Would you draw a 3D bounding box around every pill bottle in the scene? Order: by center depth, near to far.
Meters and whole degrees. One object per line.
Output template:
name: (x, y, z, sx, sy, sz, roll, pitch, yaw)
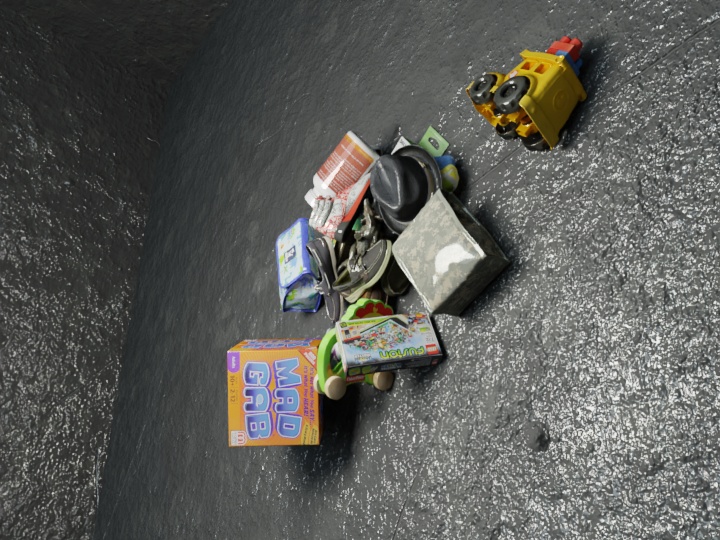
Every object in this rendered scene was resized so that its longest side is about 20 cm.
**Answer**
pill bottle: (-0.046, -0.233, 1.456, 0.201, 0.111, 0.113, -49, 39, 12)

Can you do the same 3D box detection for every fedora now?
fedora: (0.079, -0.177, 1.247, 0.198, 0.090, 0.206, -10, 76, 46)

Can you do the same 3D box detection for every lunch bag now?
lunch bag: (0.165, -0.038, 1.153, 0.165, 0.116, 0.202, -49, 55, 27)
lunch bag: (-0.158, -0.010, 1.549, 0.201, 0.124, 0.173, 113, 153, -54)

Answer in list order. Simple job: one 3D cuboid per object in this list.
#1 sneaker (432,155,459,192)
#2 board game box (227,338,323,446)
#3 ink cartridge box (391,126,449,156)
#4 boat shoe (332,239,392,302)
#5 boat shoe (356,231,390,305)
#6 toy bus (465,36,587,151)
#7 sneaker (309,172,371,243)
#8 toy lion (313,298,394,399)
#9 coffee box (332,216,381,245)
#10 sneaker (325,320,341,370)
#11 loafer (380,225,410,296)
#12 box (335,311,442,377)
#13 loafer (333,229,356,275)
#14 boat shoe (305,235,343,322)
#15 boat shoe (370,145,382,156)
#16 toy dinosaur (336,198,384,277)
sneaker: (0.146, -0.190, 1.323, 0.198, 0.075, 0.107, -25, 39, 43)
board game box: (-0.185, 0.268, 1.337, 0.200, 0.194, 0.206, 176, 93, -90)
ink cartridge box: (0.113, -0.245, 1.389, 0.202, 0.058, 0.104, -56, 36, 20)
boat shoe: (0.000, 0.000, 1.278, 0.201, 0.065, 0.073, -50, 27, 45)
boat shoe: (0.043, 0.009, 1.359, 0.070, 0.069, 0.204, -39, 33, 58)
toy bus: (0.322, -0.349, 1.103, 0.193, 0.135, 0.200, -52, 35, 4)
sneaker: (-0.044, -0.168, 1.379, 0.204, 0.106, 0.068, -61, -14, -24)
toy lion: (-0.003, 0.160, 1.253, 0.068, 0.196, 0.197, 6, 98, 55)
coffee box: (-0.024, -0.059, 1.504, 0.198, 0.043, 0.126, -19, 62, 50)
sneaker: (-0.035, 0.147, 1.396, 0.201, 0.077, 0.141, -53, 39, 23)
loafer: (0.107, -0.035, 1.286, 0.069, 0.074, 0.204, 33, 101, 58)
box: (0.055, 0.145, 1.179, 0.035, 0.195, 0.112, 100, 159, -47)
loafer: (-0.056, -0.014, 1.432, 0.067, 0.075, 0.204, 34, 121, 34)
boat shoe: (-0.087, 0.025, 1.373, 0.072, 0.061, 0.205, 6, 107, 62)
boat shoe: (0.005, -0.228, 1.528, 0.065, 0.071, 0.204, 19, 82, 59)
toy dinosaur: (0.008, -0.058, 1.352, 0.103, 0.075, 0.204, -59, -10, -63)
